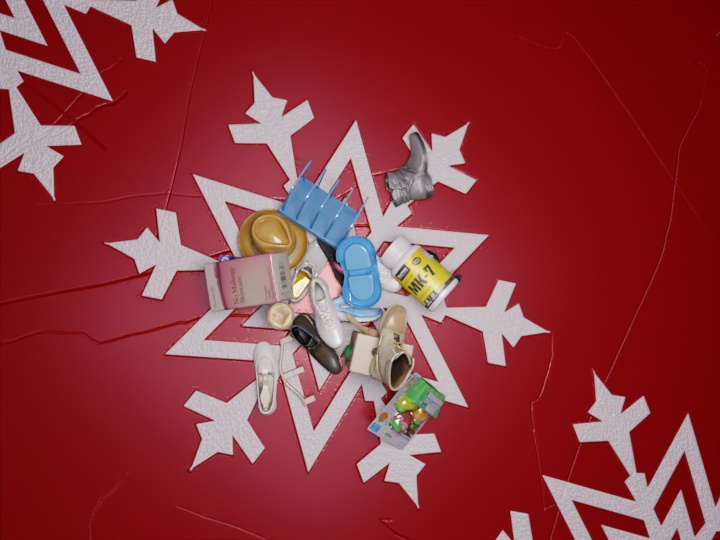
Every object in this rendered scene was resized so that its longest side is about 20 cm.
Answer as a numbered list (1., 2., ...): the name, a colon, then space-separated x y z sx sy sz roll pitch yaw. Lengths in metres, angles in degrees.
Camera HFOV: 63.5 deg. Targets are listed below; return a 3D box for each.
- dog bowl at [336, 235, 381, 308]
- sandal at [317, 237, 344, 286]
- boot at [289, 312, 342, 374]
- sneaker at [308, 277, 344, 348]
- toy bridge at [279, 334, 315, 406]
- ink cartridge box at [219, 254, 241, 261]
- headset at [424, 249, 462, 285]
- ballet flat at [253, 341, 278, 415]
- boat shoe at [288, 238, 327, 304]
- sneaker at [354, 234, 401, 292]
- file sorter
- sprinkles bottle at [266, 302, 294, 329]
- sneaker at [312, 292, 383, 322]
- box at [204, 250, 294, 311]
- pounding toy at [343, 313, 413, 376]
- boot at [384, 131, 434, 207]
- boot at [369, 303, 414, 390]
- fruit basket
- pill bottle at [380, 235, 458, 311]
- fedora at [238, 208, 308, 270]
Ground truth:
1. dog bowl: 0.000 0.000 1.575 0.110 0.050 0.203 -7 105 12
2. sandal: -0.050 -0.025 1.628 0.075 0.045 0.201 -41 103 -29
3. boot: -0.126 0.214 1.592 0.074 0.097 0.201 -38 90 15
4. sneaker: -0.098 0.113 1.555 0.070 0.080 0.203 -20 84 -2
5. toy bridge: -0.188 0.286 1.624 0.066 0.027 0.203 -20 90 -4
6. ink cartridge box: -0.302 0.016 1.624 0.197 0.037 0.096 8 86 -4
7. headset: 0.193 0.003 1.670 0.197 0.094 0.126 10 90 10
8. ballet flat: -0.258 0.298 1.597 0.068 0.069 0.203 -2 87 -6
9. boat shoe: -0.145 0.000 1.621 0.070 0.070 0.202 31 82 -5
10. sneaker: 0.036 -0.014 1.628 0.200 0.081 0.075 44 97 2
11. file sorter: -0.096 -0.184 1.588 0.199 0.123 0.140 32 57 -3
12. sprinkles bottle: -0.210 0.119 1.543 0.067 0.200 0.069 0 87 -6
13. sneaker: -0.032 0.099 1.627 0.197 0.078 0.091 7 83 -6
14. box: -0.289 0.028 1.519 0.197 0.109 0.130 -9 92 17
15. pounding toy: 0.034 0.207 1.573 0.197 0.184 0.144 14 85 -5
16. boot: 0.130 -0.292 1.670 0.130 0.070 0.203 -12 84 -1
17. boot: 0.089 0.185 1.427 0.071 0.155 0.203 18 86 -14
18. fruit basket: 0.136 0.392 1.595 0.201 0.093 0.185 -53 131 -5
19. pill bottle: 0.156 0.005 1.572 0.200 0.114 0.114 42 84 9
20. fedora: -0.239 -0.091 1.592 0.197 0.082 0.204 2 72 -5
